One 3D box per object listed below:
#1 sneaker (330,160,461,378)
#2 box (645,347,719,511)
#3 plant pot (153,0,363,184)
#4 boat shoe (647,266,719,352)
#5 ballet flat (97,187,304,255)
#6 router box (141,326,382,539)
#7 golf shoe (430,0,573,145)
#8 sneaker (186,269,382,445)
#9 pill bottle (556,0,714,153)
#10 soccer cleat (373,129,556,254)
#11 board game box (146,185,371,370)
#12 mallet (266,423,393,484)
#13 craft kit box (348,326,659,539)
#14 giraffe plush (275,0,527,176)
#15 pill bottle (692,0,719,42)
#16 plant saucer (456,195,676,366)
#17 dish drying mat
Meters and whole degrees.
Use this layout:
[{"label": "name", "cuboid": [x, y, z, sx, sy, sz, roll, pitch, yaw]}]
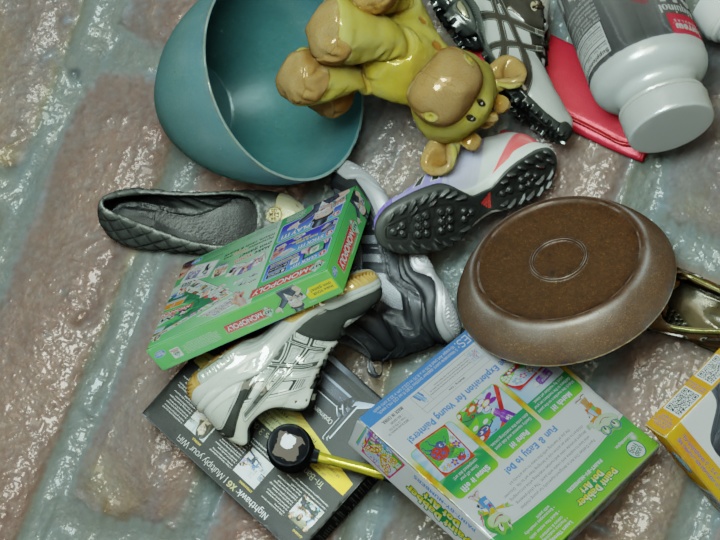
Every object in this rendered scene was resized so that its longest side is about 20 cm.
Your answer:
[{"label": "sneaker", "cuboid": [0.000, 0.000, 1.765, 0.114, 0.075, 0.200, -31, 75, -4]}, {"label": "box", "cuboid": [0.355, 0.107, 1.671, 0.200, 0.041, 0.119, -44, 115, -4]}, {"label": "plant pot", "cuboid": [-0.114, -0.168, 1.787, 0.135, 0.200, 0.200, -13, 69, 42]}, {"label": "boat shoe", "cuboid": [0.271, 0.022, 1.725, 0.200, 0.068, 0.072, 13, 77, 12]}, {"label": "ballet flat", "cuboid": [-0.150, -0.047, 1.811, 0.200, 0.057, 0.067, -1, 75, 8]}, {"label": "router box", "cuboid": [-0.073, 0.139, 1.750, 0.200, 0.052, 0.157, 41, 84, 16]}, {"label": "golf shoe", "cuboid": [0.150, -0.210, 1.784, 0.094, 0.078, 0.200, -35, 74, -3]}, {"label": "sneaker", "cuboid": [-0.053, 0.078, 1.704, 0.200, 0.076, 0.088, -35, 94, 8]}, {"label": "pill bottle", "cuboid": [0.251, -0.212, 1.758, 0.111, 0.111, 0.200, -18, 65, 3]}, {"label": "soccer cleat", "cuboid": [0.084, -0.074, 1.751, 0.200, 0.068, 0.073, -26, 40, -27]}, {"label": "board game box", "cuboid": [-0.091, 0.006, 1.723, 0.200, 0.029, 0.135, -23, 28, 27]}, {"label": "mallet", "cuboid": [0.013, 0.177, 1.686, 0.200, 0.066, 0.041, 16, 80, -4]}, {"label": "craft kit box", "cuboid": [0.126, 0.151, 1.674, 0.197, 0.049, 0.200, 39, 51, 19]}, {"label": "giraffe plush", "cuboid": [0.048, -0.174, 1.705, 0.162, 0.200, 0.173, 41, 116, 12]}, {"label": "pill bottle", "cuboid": [0.399, -0.188, 1.742, 0.113, 0.113, 0.200, -41, 74, -4]}, {"label": "plant saucer", "cuboid": [0.179, 0.000, 1.714, 0.200, 0.035, 0.200, -11, 44, 11]}, {"label": "dish drying mat", "cuboid": [0.194, -0.177, 1.817, 0.200, 0.018, 0.077, 27, 79, 15]}]
